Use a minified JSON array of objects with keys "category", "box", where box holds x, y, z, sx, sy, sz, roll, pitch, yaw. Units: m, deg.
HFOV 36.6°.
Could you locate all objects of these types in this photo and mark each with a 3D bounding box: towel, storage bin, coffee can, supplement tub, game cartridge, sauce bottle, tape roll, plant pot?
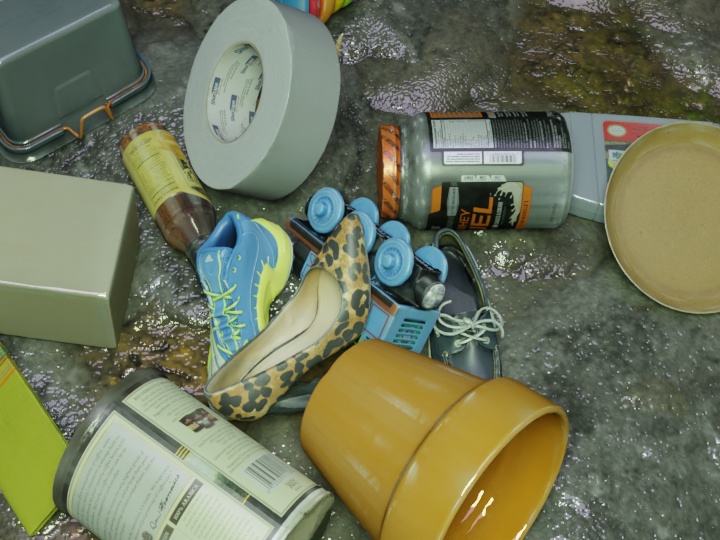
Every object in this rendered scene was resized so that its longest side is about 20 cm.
[{"category":"towel","box":[-0.332,0.143,1.022,0.086,0.018,0.200,-47,67,11]},{"category":"storage bin","box":[-0.335,-0.232,1.201,0.198,0.135,0.146,-33,64,-19]},{"category":"coffee can","box":[-0.142,0.199,0.936,0.198,0.147,0.147,32,62,16]},{"category":"supplement tub","box":[0.117,-0.105,1.146,0.196,0.123,0.125,-1,58,-2]},{"category":"game cartridge","box":[0.313,-0.109,1.205,0.196,0.041,0.135,3,62,-2]},{"category":"sauce bottle","box":[-0.190,-0.066,1.148,0.065,0.066,0.202,-24,65,-16]},{"category":"tape roll","box":[-0.107,-0.179,1.139,0.065,0.200,0.203,9,50,-39]},{"category":"plant pot","box":[0.348,-0.054,1.145,0.196,0.028,0.204,1,80,-5]},{"category":"plant pot","box":[0.052,0.158,0.950,0.182,0.202,0.200,33,62,30]}]

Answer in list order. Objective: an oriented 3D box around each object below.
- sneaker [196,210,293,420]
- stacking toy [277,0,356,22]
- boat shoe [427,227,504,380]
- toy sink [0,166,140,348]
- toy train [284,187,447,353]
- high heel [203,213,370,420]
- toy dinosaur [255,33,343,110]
[{"category":"sneaker","box":[-0.130,0.035,1.046,0.075,0.105,0.204,-7,62,34]},{"category":"stacking toy","box":[-0.034,-0.358,1.320,0.198,0.111,0.116,-28,51,-31]},{"category":"boat shoe","box":[0.103,0.052,1.085,0.073,0.062,0.203,-3,59,-6]},{"category":"toy sink","box":[-0.329,-0.013,1.081,0.196,0.113,0.132,7,58,-4]},{"category":"toy train","box":[0.000,0.000,1.078,0.199,0.086,0.116,37,106,37]},{"category":"high heel","box":[-0.065,0.042,0.987,0.141,0.204,0.071,3,17,-45]},{"category":"toy dinosaur","box":[-0.067,-0.175,1.180,0.198,0.107,0.061,-5,41,48]}]
